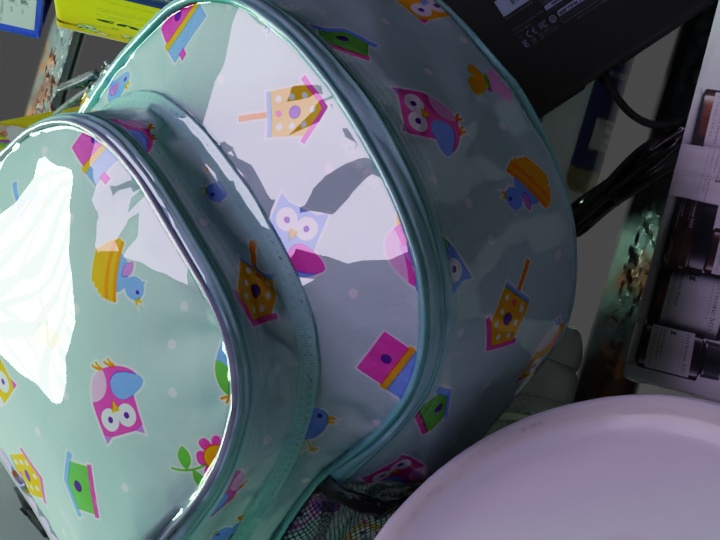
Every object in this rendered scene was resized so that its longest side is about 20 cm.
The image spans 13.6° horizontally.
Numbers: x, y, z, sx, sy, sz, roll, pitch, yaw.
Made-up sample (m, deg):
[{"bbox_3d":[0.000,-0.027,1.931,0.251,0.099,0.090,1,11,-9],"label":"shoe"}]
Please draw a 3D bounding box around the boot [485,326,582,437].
[{"bbox_3d":[-0.018,0.045,1.104,0.074,0.199,0.096,70,-149,-75],"label":"boot"}]

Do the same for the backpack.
[{"bbox_3d":[-0.035,0.004,0.961,0.200,0.153,0.176,-47,65,32],"label":"backpack"}]

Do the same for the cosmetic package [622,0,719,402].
[{"bbox_3d":[0.151,-0.051,0.968,0.082,0.051,0.201,13,89,46],"label":"cosmetic package"}]

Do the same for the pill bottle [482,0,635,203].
[{"bbox_3d":[0.057,-0.125,1.094,0.111,0.111,0.201,22,96,57],"label":"pill bottle"}]

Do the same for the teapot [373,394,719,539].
[{"bbox_3d":[0.092,0.148,0.914,0.197,0.146,0.201,8,57,29],"label":"teapot"}]

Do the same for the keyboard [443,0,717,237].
[{"bbox_3d":[0.076,-0.077,1.030,0.200,0.021,0.127,-33,85,4],"label":"keyboard"}]

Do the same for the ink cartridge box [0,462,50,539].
[{"bbox_3d":[-0.118,0.121,1.169,0.148,0.199,0.086,38,111,54],"label":"ink cartridge box"}]

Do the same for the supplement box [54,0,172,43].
[{"bbox_3d":[-0.060,-0.146,1.210,0.200,0.109,0.109,165,118,-85],"label":"supplement box"}]

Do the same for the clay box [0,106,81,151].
[{"bbox_3d":[-0.122,-0.017,1.246,0.115,0.199,0.048,-122,25,-49],"label":"clay box"}]

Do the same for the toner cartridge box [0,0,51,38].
[{"bbox_3d":[-0.132,-0.205,1.295,0.095,0.043,0.201,106,176,-49],"label":"toner cartridge box"}]
